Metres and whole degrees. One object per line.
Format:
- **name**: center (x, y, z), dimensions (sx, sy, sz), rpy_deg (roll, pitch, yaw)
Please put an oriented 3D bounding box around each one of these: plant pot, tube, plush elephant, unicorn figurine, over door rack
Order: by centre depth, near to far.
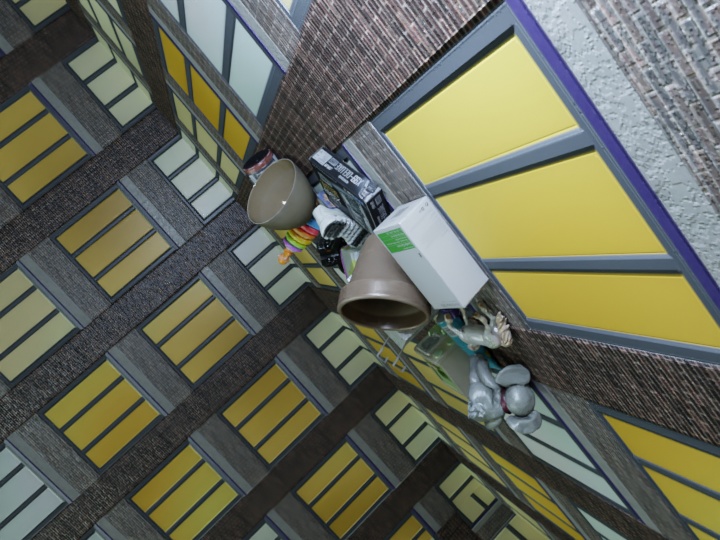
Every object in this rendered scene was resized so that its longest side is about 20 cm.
- **unicorn figurine**: center (0.245, 0.127, 1.190), dimensions (0.138, 0.074, 0.200), rpy_deg (53, 168, -22)
- **plant pot**: center (0.055, 0.017, 1.208), dimensions (0.198, 0.176, 0.201), rpy_deg (4, 155, 2)
- **plush elephant**: center (0.326, 0.285, 1.267), dimensions (0.200, 0.154, 0.166), rpy_deg (-25, -71, -74)
- **tube**: center (0.264, 0.176, 1.369), dimensions (0.200, 0.050, 0.077), rpy_deg (47, 166, -18)
- **over door rack**: center (0.104, 0.167, 1.553), dimensions (0.066, 0.201, 0.148), rpy_deg (23, 176, -17)
- **plant pot**: center (-0.206, -0.194, 1.583), dimensions (0.134, 0.201, 0.200), rpy_deg (30, -177, -42)

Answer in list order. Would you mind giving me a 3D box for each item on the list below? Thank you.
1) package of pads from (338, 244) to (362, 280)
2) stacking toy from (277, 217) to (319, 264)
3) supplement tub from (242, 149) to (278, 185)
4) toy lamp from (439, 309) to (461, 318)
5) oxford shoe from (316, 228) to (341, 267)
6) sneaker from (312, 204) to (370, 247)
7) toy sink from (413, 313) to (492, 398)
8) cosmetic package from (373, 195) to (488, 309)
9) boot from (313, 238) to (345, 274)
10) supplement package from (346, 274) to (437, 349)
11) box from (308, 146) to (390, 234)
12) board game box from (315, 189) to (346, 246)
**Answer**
- **package of pads**: center (0.000, 0.000, 1.553), dimensions (0.200, 0.068, 0.156), rpy_deg (-157, 52, -77)
- **stacking toy**: center (-0.195, -0.097, 1.733), dimensions (0.116, 0.200, 0.110), rpy_deg (25, -157, -28)
- **supplement tub**: center (-0.263, -0.264, 1.718), dimensions (0.200, 0.107, 0.107), rpy_deg (54, 167, -31)
- **toy lamp**: center (0.172, 0.033, 1.193), dimensions (0.058, 0.058, 0.200), rpy_deg (36, 163, 47)
- **oxford shoe**: center (-0.096, -0.093, 1.571), dimensions (0.200, 0.072, 0.085), rpy_deg (103, 155, -60)
- **sneaker**: center (-0.039, -0.112, 1.359), dimensions (0.081, 0.075, 0.199), rpy_deg (50, -162, 30)
- **toy sink**: center (0.226, 0.216, 1.465), dimensions (0.200, 0.112, 0.130), rpy_deg (52, 168, -21)
- **cosmetic package**: center (0.131, -0.029, 1.041), dimensions (0.200, 0.085, 0.107), rpy_deg (51, 157, -12)
- **boot**: center (-0.101, -0.074, 1.836), dimensions (0.200, 0.072, 0.183), rpy_deg (5, 123, 65)
- **supplement package**: center (0.088, 0.061, 1.365), dimensions (0.200, 0.151, 0.152), rpy_deg (45, 169, 11)
- **box**: center (-0.017, -0.168, 1.246), dimensions (0.200, 0.050, 0.158), rpy_deg (41, 168, 31)
- **board game box**: center (-0.069, -0.142, 1.575), dimensions (0.136, 0.035, 0.200), rpy_deg (47, 169, 4)
